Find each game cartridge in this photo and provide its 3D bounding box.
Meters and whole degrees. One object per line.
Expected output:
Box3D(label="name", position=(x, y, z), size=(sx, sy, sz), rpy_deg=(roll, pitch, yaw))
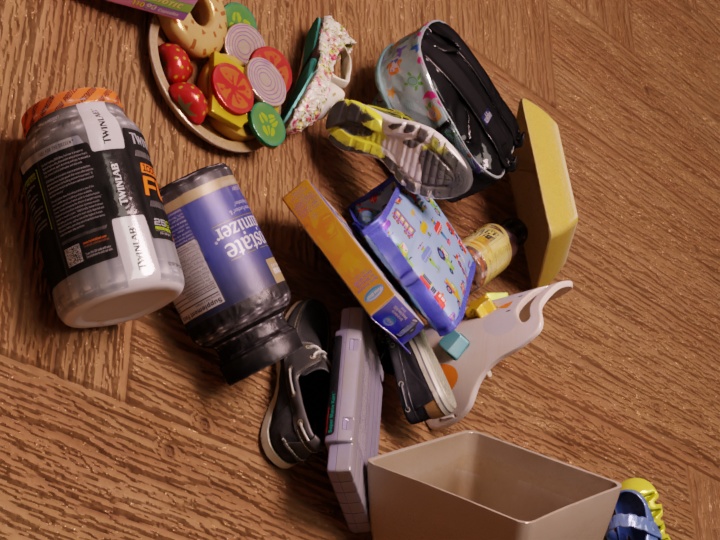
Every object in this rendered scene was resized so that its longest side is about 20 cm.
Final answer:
Box3D(label="game cartridge", position=(-0.006, 0.154, 1.526), size=(0.130, 0.038, 0.202), rpy_deg=(67, 21, -48))

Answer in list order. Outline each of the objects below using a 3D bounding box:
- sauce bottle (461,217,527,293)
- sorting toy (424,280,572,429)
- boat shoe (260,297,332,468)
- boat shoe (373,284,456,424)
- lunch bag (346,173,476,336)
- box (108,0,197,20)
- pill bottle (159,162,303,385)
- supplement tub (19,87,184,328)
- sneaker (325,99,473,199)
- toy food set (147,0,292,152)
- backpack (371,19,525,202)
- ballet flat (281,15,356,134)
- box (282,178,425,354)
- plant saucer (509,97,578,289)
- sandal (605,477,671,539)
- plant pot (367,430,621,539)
Box3D(label="sauce bottle", position=(0.162, -0.024, 1.863), size=(0.067, 0.066, 0.200), rpy_deg=(61, 28, -3))
Box3D(label="sorting toy", position=(0.162, 0.071, 1.710), size=(0.107, 0.179, 0.200), rpy_deg=(56, 37, -8))
Box3D(label="boat shoe", position=(-0.051, 0.111, 1.526), size=(0.072, 0.067, 0.202), rpy_deg=(35, 43, -29))
Box3D(label="boat shoe", position=(0.045, 0.087, 1.656), size=(0.075, 0.062, 0.201), rpy_deg=(42, 21, -58))
Box3D(label="lunch bag", position=(0.061, -0.016, 1.649), size=(0.151, 0.094, 0.200), rpy_deg=(54, 10, -12))
Box3D(label="box", position=(-0.249, -0.389, 1.531), size=(0.174, 0.097, 0.202), rpy_deg=(10, 58, -27))
Box3D(label="pill bottle", position=(-0.138, 0.006, 1.448), size=(0.112, 0.111, 0.202), rpy_deg=(-26, 89, -53))
Box3D(label="supplement tub", position=(-0.244, -0.058, 1.350), size=(0.122, 0.122, 0.202), rpy_deg=(-3, 71, -50))
Box3D(label="sneaker", position=(0.056, -0.147, 1.672), size=(0.199, 0.075, 0.084), rpy_deg=(33, 25, 27))
Box3D(label="toy food set", position=(-0.154, -0.225, 1.621), size=(0.197, 0.048, 0.202), rpy_deg=(26, 50, -39))
Box3D(label="backpack", position=(0.097, -0.203, 1.821), size=(0.201, 0.149, 0.178), rpy_deg=(58, 30, -20))
Box3D(label="ballet flat", position=(-0.044, -0.229, 1.729), size=(0.063, 0.076, 0.201), rpy_deg=(27, 48, -15))
Box3D(label="box", position=(0.000, 0.000, 1.579), size=(0.200, 0.041, 0.119), rpy_deg=(51, 2, 26))
Box3D(label="plant saucer", position=(0.242, -0.097, 1.914), size=(0.200, 0.048, 0.202), rpy_deg=(87, -6, -67))
Box3D(label="sandal", position=(0.372, 0.373, 1.872), size=(0.087, 0.079, 0.201), rpy_deg=(-20, 76, -49))
Box3D(label="plant pot", position=(0.127, 0.293, 1.512), size=(0.199, 0.198, 0.179), rpy_deg=(-7, 109, -52))
